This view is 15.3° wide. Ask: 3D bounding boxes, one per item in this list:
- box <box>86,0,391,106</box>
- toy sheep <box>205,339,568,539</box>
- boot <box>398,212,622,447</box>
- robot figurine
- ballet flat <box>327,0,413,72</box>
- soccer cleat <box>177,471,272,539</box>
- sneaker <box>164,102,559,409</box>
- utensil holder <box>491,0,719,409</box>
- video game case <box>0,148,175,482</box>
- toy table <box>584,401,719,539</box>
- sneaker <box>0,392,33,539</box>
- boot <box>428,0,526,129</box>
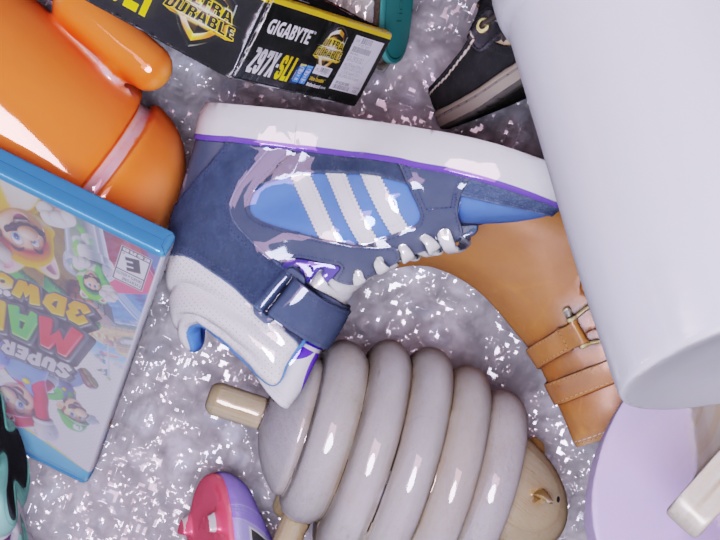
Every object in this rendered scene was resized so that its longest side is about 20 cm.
[{"bbox_3d":[-0.102,-0.150,1.340,0.199,0.160,0.050,30,101,20],"label":"box"},{"bbox_3d":[0.014,0.101,1.384,0.199,0.138,0.139,16,92,-10],"label":"toy sheep"},{"bbox_3d":[0.093,0.018,1.408,0.199,0.074,0.156,-14,95,5],"label":"boot"},{"bbox_3d":[-0.172,-0.071,1.384,0.200,0.117,0.144,41,75,-13],"label":"robot figurine"},{"bbox_3d":[0.004,-0.204,1.411,0.071,0.072,0.201,12,91,2],"label":"ballet flat"},{"bbox_3d":[-0.046,0.204,1.428,0.076,0.067,0.201,-9,85,-27],"label":"soccer cleat"},{"bbox_3d":[0.000,0.000,1.335,0.199,0.081,0.148,9,91,10],"label":"sneaker"},{"bbox_3d":[0.164,-0.056,1.212,0.169,0.170,0.201,-15,74,3],"label":"utensil holder"},{"bbox_3d":[-0.182,0.018,1.377,0.142,0.200,0.018,26,48,2],"label":"video game case"},{"bbox_3d":[0.202,0.075,1.318,0.183,0.117,0.201,31,69,3],"label":"toy table"},{"bbox_3d":[-0.237,0.148,1.408,0.139,0.078,0.201,-14,106,8],"label":"sneaker"},{"bbox_3d":[0.073,-0.173,1.366,0.073,0.200,0.151,-26,82,-37],"label":"boot"}]
